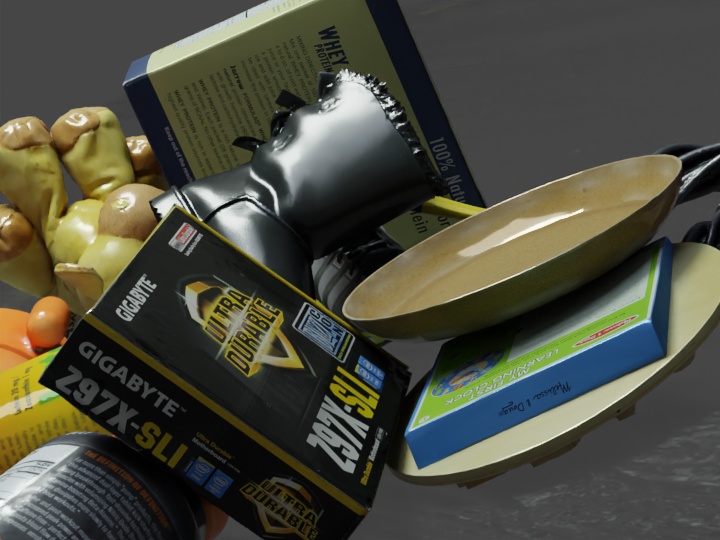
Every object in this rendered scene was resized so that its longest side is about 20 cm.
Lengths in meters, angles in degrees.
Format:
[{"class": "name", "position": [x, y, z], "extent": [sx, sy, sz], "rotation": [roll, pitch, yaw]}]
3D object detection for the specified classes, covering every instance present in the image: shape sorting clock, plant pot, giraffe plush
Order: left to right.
[{"class": "giraffe plush", "position": [-0.184, -0.013, 1.587], "extent": [0.172, 0.200, 0.162], "rotation": [-10, 14, -26]}, {"class": "plant pot", "position": [0.086, -0.008, 1.178], "extent": [0.200, 0.028, 0.200], "rotation": [-24, 10, 4]}, {"class": "shape sorting clock", "position": [0.099, 0.047, 1.098], "extent": [0.200, 0.039, 0.200], "rotation": [-29, 12, 7]}]

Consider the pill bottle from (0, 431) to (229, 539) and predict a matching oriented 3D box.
[{"class": "pill bottle", "position": [-0.143, 0.143, 0.998], "extent": [0.106, 0.106, 0.200], "rotation": [-13, 16, 40]}]

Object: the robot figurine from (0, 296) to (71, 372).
[{"class": "robot figurine", "position": [-0.232, 0.092, 1.356], "extent": [0.144, 0.117, 0.200], "rotation": [-20, 12, 2]}]

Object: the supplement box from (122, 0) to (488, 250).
[{"class": "supplement box", "position": [-0.038, -0.095, 1.574], "extent": [0.200, 0.200, 0.134], "rotation": [-24, 13, 2]}]

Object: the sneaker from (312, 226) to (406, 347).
[{"class": "sneaker", "position": [0.000, 0.000, 1.384], "extent": [0.074, 0.081, 0.200], "rotation": [-28, 13, -19]}]

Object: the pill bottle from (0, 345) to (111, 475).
[{"class": "pill bottle", "position": [-0.167, 0.103, 1.192], "extent": [0.200, 0.111, 0.111], "rotation": [-23, 12, 6]}]

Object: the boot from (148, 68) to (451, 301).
[{"class": "boot", "position": [-0.021, -0.021, 1.311], "extent": [0.162, 0.073, 0.198], "rotation": [-31, 54, -6]}]

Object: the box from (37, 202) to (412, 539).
[{"class": "box", "position": [-0.059, 0.053, 1.077], "extent": [0.049, 0.160, 0.200], "rotation": [-52, 4, 17]}]

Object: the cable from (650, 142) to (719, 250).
[{"class": "cable", "position": [0.183, -0.030, 1.244], "extent": [0.200, 0.051, 0.163], "rotation": [-27, 13, -17]}]

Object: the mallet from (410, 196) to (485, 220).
[{"class": "mallet", "position": [0.045, -0.037, 1.362], "extent": [0.200, 0.041, 0.066], "rotation": [10, 22, 8]}]
